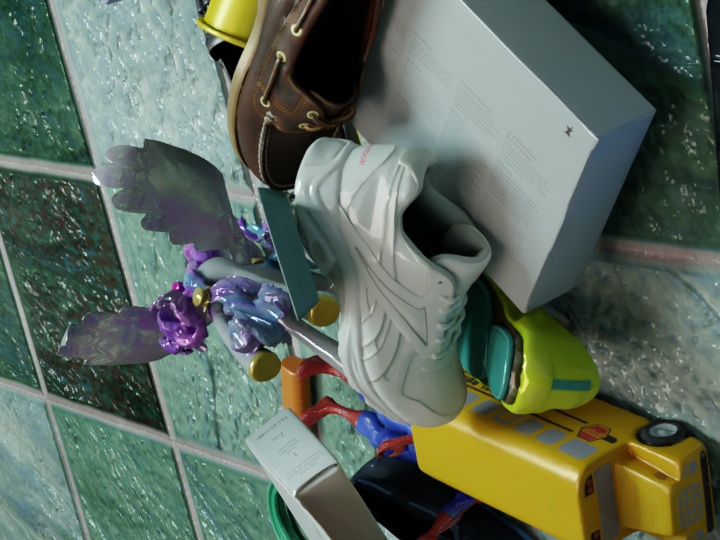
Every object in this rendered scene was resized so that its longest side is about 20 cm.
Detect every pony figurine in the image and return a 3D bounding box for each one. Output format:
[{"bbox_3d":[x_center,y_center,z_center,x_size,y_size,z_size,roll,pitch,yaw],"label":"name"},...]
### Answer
[{"bbox_3d":[-0.094,0.012,1.364,0.200,0.192,0.168,33,109,45],"label":"pony figurine"}]

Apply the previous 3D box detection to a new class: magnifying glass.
[{"bbox_3d":[-0.048,0.155,1.542,0.079,0.022,0.201,34,136,41],"label":"magnifying glass"}]

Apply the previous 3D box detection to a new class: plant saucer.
[{"bbox_3d":[-0.044,-0.015,1.176,0.200,0.019,0.070,-117,9,-84],"label":"plant saucer"}]

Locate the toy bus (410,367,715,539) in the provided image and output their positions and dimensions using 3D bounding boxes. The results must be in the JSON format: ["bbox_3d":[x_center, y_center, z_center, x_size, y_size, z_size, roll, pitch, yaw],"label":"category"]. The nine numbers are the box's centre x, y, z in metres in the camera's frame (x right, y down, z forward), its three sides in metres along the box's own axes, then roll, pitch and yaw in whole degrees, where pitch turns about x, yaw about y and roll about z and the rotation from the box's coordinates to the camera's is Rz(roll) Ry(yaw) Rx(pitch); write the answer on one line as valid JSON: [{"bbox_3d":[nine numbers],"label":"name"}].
[{"bbox_3d":[0.123,0.116,1.203,0.199,0.078,0.066,21,127,49],"label":"toy bus"}]

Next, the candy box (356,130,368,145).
[{"bbox_3d":[0.056,-0.107,1.204,0.200,0.026,0.103,-2,106,56],"label":"candy box"}]

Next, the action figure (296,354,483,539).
[{"bbox_3d":[0.020,0.127,1.338,0.199,0.099,0.066,20,128,36],"label":"action figure"}]

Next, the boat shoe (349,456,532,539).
[{"bbox_3d":[0.066,0.202,1.356,0.200,0.068,0.085,36,138,40],"label":"boat shoe"}]

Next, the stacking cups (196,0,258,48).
[{"bbox_3d":[-0.039,-0.230,1.158,0.060,0.060,0.201,34,110,41],"label":"stacking cups"}]

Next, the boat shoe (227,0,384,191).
[{"bbox_3d":[-0.030,-0.118,1.137,0.070,0.070,0.201,49,146,32],"label":"boat shoe"}]

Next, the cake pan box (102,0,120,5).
[{"bbox_3d":[-0.185,-0.316,1.406,0.201,0.052,0.184,60,150,10],"label":"cake pan box"}]

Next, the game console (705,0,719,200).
[{"bbox_3d":[0.209,-0.022,0.946,0.175,0.116,0.201,21,127,49],"label":"game console"}]

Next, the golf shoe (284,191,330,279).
[{"bbox_3d":[0.000,0.000,1.293,0.200,0.078,0.098,41,146,58],"label":"golf shoe"}]

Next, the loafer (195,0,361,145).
[{"bbox_3d":[-0.072,-0.151,1.333,0.201,0.063,0.072,58,147,13],"label":"loafer"}]

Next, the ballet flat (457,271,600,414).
[{"bbox_3d":[0.100,0.045,1.189,0.200,0.067,0.067,-121,37,-75],"label":"ballet flat"}]

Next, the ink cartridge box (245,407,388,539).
[{"bbox_3d":[0.011,0.207,1.315,0.201,0.043,0.173,60,169,-31],"label":"ink cartridge box"}]

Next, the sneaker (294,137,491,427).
[{"bbox_3d":[0.034,0.013,1.137,0.099,0.078,0.201,-2,128,31],"label":"sneaker"}]

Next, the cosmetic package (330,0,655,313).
[{"bbox_3d":[0.067,-0.098,1.121,0.200,0.051,0.151,49,148,24],"label":"cosmetic package"}]
